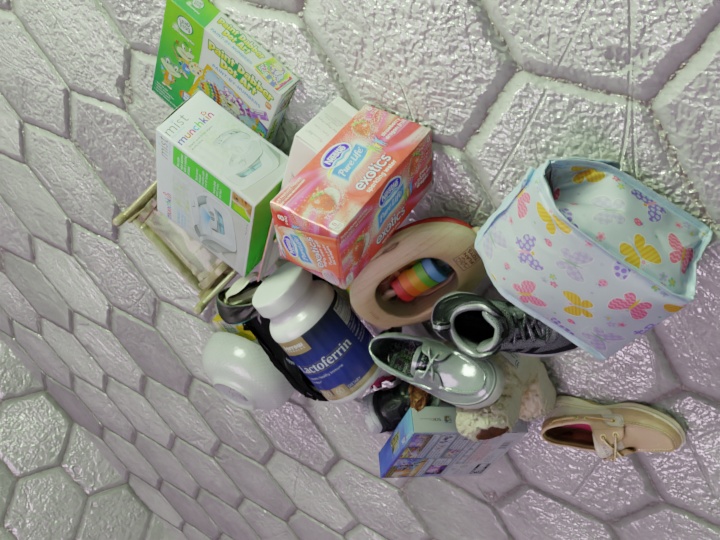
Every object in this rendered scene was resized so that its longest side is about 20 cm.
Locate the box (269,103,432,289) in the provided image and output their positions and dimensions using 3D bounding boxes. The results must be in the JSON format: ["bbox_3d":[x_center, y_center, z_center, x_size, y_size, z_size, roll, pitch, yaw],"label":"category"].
[{"bbox_3d":[-0.006,-0.092,1.030,0.102,0.200,0.096,25,146,25],"label":"box"}]

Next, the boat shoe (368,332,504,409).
[{"bbox_3d":[0.087,0.122,1.093,0.071,0.071,0.199,22,173,-43],"label":"boat shoe"}]

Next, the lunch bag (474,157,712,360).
[{"bbox_3d":[0.236,-0.025,0.921,0.198,0.128,0.170,30,148,-1],"label":"lunch bag"}]

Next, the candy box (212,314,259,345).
[{"bbox_3d":[-0.199,0.114,1.637,0.103,0.027,0.199,50,147,-19],"label":"candy box"}]

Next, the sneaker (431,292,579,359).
[{"bbox_3d":[0.178,0.069,1.008,0.196,0.114,0.077,3,97,9],"label":"sneaker"}]

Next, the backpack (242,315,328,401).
[{"bbox_3d":[-0.086,0.118,1.430,0.166,0.126,0.202,13,140,54],"label":"backpack"}]

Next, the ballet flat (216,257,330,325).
[{"bbox_3d":[-0.132,0.025,1.331,0.069,0.197,0.069,-109,-6,-48],"label":"ballet flat"}]

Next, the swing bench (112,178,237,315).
[{"bbox_3d":[-0.285,-0.054,1.427,0.199,0.130,0.200,47,177,-10],"label":"swing bench"}]

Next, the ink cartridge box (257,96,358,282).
[{"bbox_3d":[-0.083,-0.103,1.122,0.044,0.177,0.201,36,147,8],"label":"ink cartridge box"}]

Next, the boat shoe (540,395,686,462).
[{"bbox_3d":[0.328,0.219,1.152,0.198,0.069,0.074,-1,128,47],"label":"boat shoe"}]

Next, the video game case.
[{"bbox_3d":[0.136,0.266,1.341,0.178,0.046,0.201,1,149,-15],"label":"video game case"}]

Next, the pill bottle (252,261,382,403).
[{"bbox_3d":[-0.062,0.089,1.273,0.115,0.116,0.201,-9,127,51],"label":"pill bottle"}]

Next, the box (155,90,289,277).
[{"bbox_3d":[-0.192,-0.118,1.218,0.175,0.097,0.201,37,151,7],"label":"box"}]

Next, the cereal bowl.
[{"bbox_3d":[-0.227,0.210,1.691,0.197,0.084,0.201,24,152,14],"label":"cereal bowl"}]

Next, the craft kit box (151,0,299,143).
[{"bbox_3d":[-0.191,-0.254,1.190,0.199,0.049,0.198,40,145,3],"label":"craft kit box"}]

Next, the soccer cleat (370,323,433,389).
[{"bbox_3d":[0.052,0.124,1.356,0.087,0.069,0.199,62,146,3],"label":"soccer cleat"}]

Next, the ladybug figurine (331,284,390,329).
[{"bbox_3d":[0.000,0.000,1.234,0.135,0.072,0.201,25,154,55],"label":"ladybug figurine"}]

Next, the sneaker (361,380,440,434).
[{"bbox_3d":[0.077,0.212,1.383,0.112,0.200,0.077,-20,80,13],"label":"sneaker"}]

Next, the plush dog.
[{"bbox_3d":[0.153,0.134,1.181,0.170,0.199,0.164,-6,92,38],"label":"plush dog"}]

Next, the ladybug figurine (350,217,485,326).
[{"bbox_3d":[0.074,-0.005,1.105,0.198,0.073,0.136,-29,126,24],"label":"ladybug figurine"}]
